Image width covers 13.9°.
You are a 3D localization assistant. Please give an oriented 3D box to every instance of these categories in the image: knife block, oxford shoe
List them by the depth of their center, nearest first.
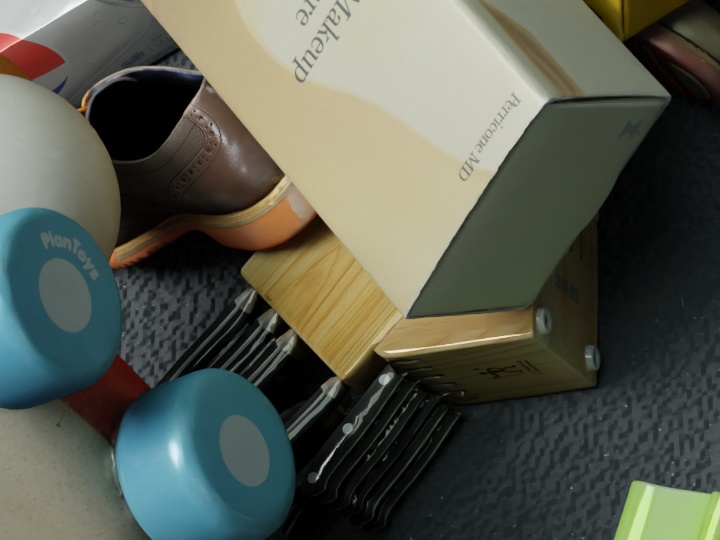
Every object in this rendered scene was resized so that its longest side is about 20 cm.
[{"bbox_3d":[0.000,0.000,1.114,0.175,0.064,0.201,-7,68,25],"label":"knife block"},{"bbox_3d":[0.086,-0.140,1.121,0.075,0.070,0.200,-44,58,1],"label":"oxford shoe"},{"bbox_3d":[-0.086,-0.050,1.142,0.200,0.073,0.071,-7,51,54],"label":"oxford shoe"}]

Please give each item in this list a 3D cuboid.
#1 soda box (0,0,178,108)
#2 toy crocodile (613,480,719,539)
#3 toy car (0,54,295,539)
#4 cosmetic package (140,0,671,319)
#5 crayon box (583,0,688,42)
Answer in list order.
[{"bbox_3d":[-0.150,-0.100,1.231,0.200,0.063,0.068,-29,60,15],"label":"soda box"},{"bbox_3d":[0.171,0.110,0.982,0.200,0.062,0.068,17,79,32],"label":"toy crocodile"},{"bbox_3d":[-0.124,0.008,1.036,0.184,0.177,0.200,-22,40,34],"label":"toy car"},{"bbox_3d":[0.005,-0.087,1.036,0.200,0.071,0.105,49,124,29],"label":"cosmetic package"},{"bbox_3d":[0.107,-0.165,1.078,0.200,0.052,0.126,-33,57,-20],"label":"crayon box"}]
